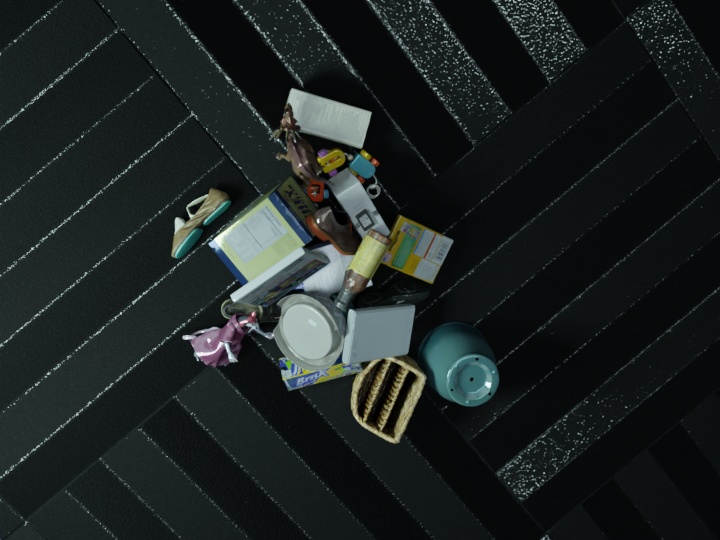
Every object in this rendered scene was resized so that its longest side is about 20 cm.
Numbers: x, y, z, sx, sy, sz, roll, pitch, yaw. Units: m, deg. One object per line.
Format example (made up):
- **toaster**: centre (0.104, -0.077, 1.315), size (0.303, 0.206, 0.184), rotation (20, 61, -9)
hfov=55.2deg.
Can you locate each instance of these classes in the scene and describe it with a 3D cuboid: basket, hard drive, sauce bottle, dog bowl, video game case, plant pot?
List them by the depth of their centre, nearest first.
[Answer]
- **video game case**: centre (-0.180, 0.017, 1.596), size (0.200, 0.182, 0.023), rotation (-34, 76, 10)
- **sauce bottle**: centre (0.000, 0.000, 1.614), size (0.066, 0.066, 0.200), rotation (31, 93, -12)
- **dog bowl**: centre (-0.118, 0.141, 1.669), size (0.200, 0.059, 0.200), rotation (12, 115, 27)
- **hard drive**: centre (0.047, 0.152, 1.681), size (0.200, 0.026, 0.132), rotation (-3, 106, -42)
- **plant pot**: centre (0.260, 0.250, 1.757), size (0.200, 0.188, 0.200), rotation (-1, 100, -7)
- **basket**: centre (0.060, 0.310, 1.761), size (0.143, 0.149, 0.200), rotation (23, 97, -11)

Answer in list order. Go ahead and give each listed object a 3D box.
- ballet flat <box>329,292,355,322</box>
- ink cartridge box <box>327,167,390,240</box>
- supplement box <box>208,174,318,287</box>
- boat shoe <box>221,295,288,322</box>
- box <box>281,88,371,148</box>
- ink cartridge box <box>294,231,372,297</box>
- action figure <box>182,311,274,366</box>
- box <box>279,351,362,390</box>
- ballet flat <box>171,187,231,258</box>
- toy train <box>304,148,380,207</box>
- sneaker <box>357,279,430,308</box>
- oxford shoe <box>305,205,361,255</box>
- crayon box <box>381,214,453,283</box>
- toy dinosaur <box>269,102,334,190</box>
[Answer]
- **ballet flat**: centre (-0.038, 0.118, 1.736), size (0.068, 0.068, 0.200), rotation (-41, 147, -21)
- **ink cartridge box**: centre (0.003, -0.137, 1.668), size (0.067, 0.116, 0.200), rotation (-33, 120, 0)
- **supplement box**: centre (-0.213, -0.095, 1.606), size (0.200, 0.200, 0.134), rotation (-34, 103, 16)
- **boat shoe**: centre (-0.248, 0.101, 1.725), size (0.200, 0.065, 0.073), rotation (-5, 99, -8)
- **box**: centre (-0.083, -0.364, 1.659), size (0.200, 0.078, 0.095), rotation (16, 98, -10)
- **ink cartridge box**: centre (-0.086, -0.002, 1.723), size (0.200, 0.076, 0.137), rotation (-18, 101, -6)
- **action figure**: centre (-0.314, 0.152, 1.690), size (0.149, 0.134, 0.200), rotation (50, 121, 10)
- **box**: centre (-0.100, 0.240, 1.749), size (0.200, 0.064, 0.070), rotation (-14, 144, 0)
- **ballet flat**: centre (-0.402, -0.122, 1.672), size (0.072, 0.068, 0.200), rotation (42, 92, 8)
- **toy train**: centre (-0.052, -0.233, 1.703), size (0.200, 0.056, 0.150), rotation (-5, 117, -13)
- **sneaker**: centre (0.085, 0.086, 1.767), size (0.200, 0.076, 0.091), rotation (-15, 125, -15)
- **oxford shoe**: centre (-0.041, -0.091, 1.592), size (0.072, 0.200, 0.071), rotation (-34, 61, 18)
- **crayon box**: centre (0.127, -0.057, 1.712), size (0.200, 0.052, 0.126), rotation (21, 97, -41)
- **toy dinosaur**: centre (-0.141, -0.268, 1.575), size (0.086, 0.136, 0.200), rotation (-32, 74, -6)
